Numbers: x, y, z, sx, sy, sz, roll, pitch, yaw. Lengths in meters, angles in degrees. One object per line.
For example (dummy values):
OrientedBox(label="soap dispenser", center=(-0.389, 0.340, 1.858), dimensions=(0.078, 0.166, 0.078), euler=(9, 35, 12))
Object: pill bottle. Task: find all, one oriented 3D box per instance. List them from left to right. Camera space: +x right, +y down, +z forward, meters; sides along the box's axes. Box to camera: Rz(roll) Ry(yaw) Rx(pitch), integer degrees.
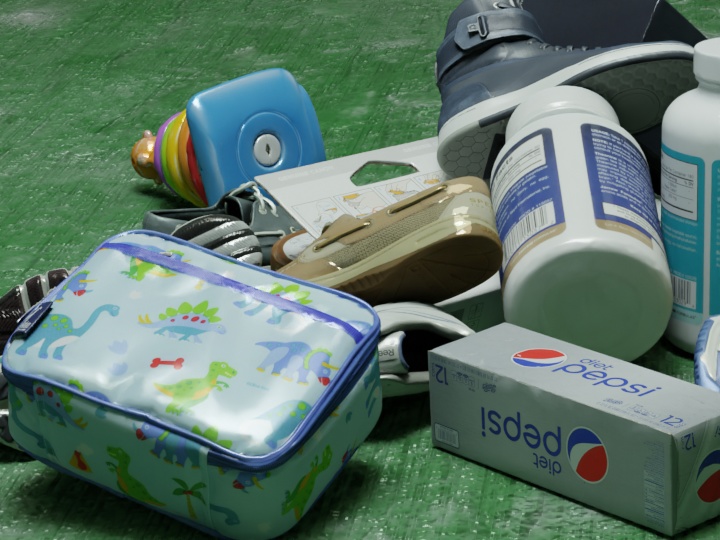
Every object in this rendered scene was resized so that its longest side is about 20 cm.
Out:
OrientedBox(label="pill bottle", center=(0.143, -0.034, 1.603), dimensions=(0.110, 0.112, 0.201), euler=(-2, 38, 0))
OrientedBox(label="pill bottle", center=(0.253, -0.049, 1.584), dimensions=(0.110, 0.202, 0.111), euler=(-1, 18, 0))

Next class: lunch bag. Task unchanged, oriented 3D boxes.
OrientedBox(label="lunch bag", center=(-0.095, 0.059, 1.379), dimensions=(0.199, 0.083, 0.161), euler=(20, 43, 24))

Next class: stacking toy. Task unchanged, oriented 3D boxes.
OrientedBox(label="stacking toy", center=(-0.127, -0.093, 1.938), dimensions=(0.109, 0.117, 0.199), euler=(-20, 11, -33))

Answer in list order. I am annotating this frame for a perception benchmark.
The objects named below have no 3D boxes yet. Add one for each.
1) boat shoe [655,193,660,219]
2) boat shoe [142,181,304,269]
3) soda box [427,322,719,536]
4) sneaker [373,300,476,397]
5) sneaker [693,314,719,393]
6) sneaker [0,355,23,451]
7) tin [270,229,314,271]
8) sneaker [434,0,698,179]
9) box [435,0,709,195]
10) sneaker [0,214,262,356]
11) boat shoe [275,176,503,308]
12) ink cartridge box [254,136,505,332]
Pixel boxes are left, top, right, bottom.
OrientedBox(label="boat shoe", center=(0.170, -0.062, 1.803), dimensions=(0.199, 0.066, 0.074), euler=(16, 25, 6))
OrientedBox(label="boat shoe", center=(-0.083, -0.032, 1.792), dimensions=(0.199, 0.062, 0.073), euler=(-16, 22, -38))
OrientedBox(label="soda box", center=(0.129, 0.089, 1.389), dimensions=(0.068, 0.064, 0.199), euler=(-18, 23, -38))
OrientedBox(label="sneaker", center=(-0.017, 0.051, 1.475), dimensions=(0.199, 0.075, 0.087), euler=(-10, 1, -19))
OrientedBox(label="sneaker", center=(0.255, 0.059, 1.451), dimensions=(0.087, 0.076, 0.200), euler=(5, 20, 20))
OrientedBox(label="sneaker", center=(-0.157, 0.058, 1.507), dimensions=(0.199, 0.078, 0.080), euler=(-11, 10, -27))
OrientedBox(label="tin", center=(0.024, -0.011, 1.762), dimensions=(0.199, 0.042, 0.112), euler=(-15, 26, -37))
OrientedBox(label="sneaker", center=(0.146, -0.156, 1.732), dimensions=(0.201, 0.077, 0.147), euler=(-15, 44, 14))
OrientedBox(label="box", center=(0.196, -0.135, 1.871), dimensions=(0.181, 0.105, 0.200), euler=(17, -10, 43))
OrientedBox(label="sneaker", center=(-0.152, 0.033, 1.618), dimensions=(0.199, 0.076, 0.116), euler=(-19, -14, 3))
OrientedBox(label="boat shoe", center=(0.000, 0.000, 1.560), dimensions=(0.199, 0.071, 0.065), euler=(-21, 49, 18))
OrientedBox(label="ink cartridge box", center=(0.048, -0.021, 1.690), dimensions=(0.199, 0.045, 0.176), euler=(-14, 41, -36))
